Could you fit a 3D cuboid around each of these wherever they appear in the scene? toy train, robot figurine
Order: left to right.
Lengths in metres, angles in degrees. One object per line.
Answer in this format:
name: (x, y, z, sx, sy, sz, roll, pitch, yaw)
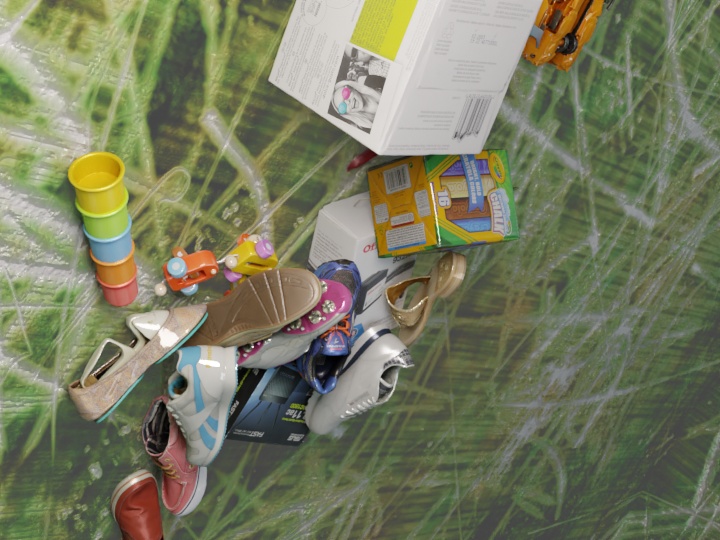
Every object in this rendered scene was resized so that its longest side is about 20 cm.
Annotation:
toy train: (-0.173, 0.002, 1.621, 0.149, 0.056, 0.200, -23, 157, 1)
robot figurine: (0.306, -0.386, 1.866, 0.144, 0.058, 0.201, -2, 123, -53)

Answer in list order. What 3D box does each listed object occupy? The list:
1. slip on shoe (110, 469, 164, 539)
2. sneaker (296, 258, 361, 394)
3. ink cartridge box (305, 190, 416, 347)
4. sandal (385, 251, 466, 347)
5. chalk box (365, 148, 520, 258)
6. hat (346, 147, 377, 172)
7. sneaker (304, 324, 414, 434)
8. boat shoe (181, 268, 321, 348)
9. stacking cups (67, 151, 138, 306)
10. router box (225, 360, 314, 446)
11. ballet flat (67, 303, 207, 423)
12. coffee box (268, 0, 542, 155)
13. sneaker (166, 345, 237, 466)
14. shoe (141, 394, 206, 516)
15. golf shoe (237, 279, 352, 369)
slip on shoe: (-0.298, 0.348, 1.784, 0.074, 0.061, 0.201, -27, 139, -34)
sneaker: (-0.034, 0.076, 1.718, 0.075, 0.079, 0.202, 0, 120, -17)
ink cartridge box: (0.000, 0.000, 1.813, 0.144, 0.084, 0.201, -21, 137, -41)
sandal: (0.070, 0.031, 1.798, 0.069, 0.078, 0.212, 16, 145, -16)
chalk box: (0.125, -0.089, 1.732, 0.199, 0.124, 0.125, -5, 86, -40)
hat: (0.086, -0.245, 1.751, 0.201, 0.174, 0.167, -77, 174, -49)
sneaker: (-0.005, 0.171, 1.845, 0.200, 0.081, 0.076, -53, 158, 25)
boat shoe: (-0.130, 0.051, 1.615, 0.199, 0.072, 0.064, -20, 163, 20)
stacking cups: (-0.280, -0.037, 1.432, 0.060, 0.060, 0.201, -33, 147, -29)
router box: (-0.118, 0.167, 1.842, 0.151, 0.062, 0.200, -57, 149, 9)
ballet flat: (-0.271, 0.095, 1.565, 0.200, 0.068, 0.067, -45, 109, -12)
coffee box: (0.050, -0.265, 1.505, 0.199, 0.197, 0.201, -5, 123, -50)
sneaker: (-0.204, 0.167, 1.630, 0.080, 0.077, 0.201, 6, 130, -12)
shoe: (-0.252, 0.246, 1.739, 0.091, 0.071, 0.202, -9, 123, -48)
golf shoe: (-0.085, 0.072, 1.678, 0.199, 0.076, 0.091, -24, 150, 25)
